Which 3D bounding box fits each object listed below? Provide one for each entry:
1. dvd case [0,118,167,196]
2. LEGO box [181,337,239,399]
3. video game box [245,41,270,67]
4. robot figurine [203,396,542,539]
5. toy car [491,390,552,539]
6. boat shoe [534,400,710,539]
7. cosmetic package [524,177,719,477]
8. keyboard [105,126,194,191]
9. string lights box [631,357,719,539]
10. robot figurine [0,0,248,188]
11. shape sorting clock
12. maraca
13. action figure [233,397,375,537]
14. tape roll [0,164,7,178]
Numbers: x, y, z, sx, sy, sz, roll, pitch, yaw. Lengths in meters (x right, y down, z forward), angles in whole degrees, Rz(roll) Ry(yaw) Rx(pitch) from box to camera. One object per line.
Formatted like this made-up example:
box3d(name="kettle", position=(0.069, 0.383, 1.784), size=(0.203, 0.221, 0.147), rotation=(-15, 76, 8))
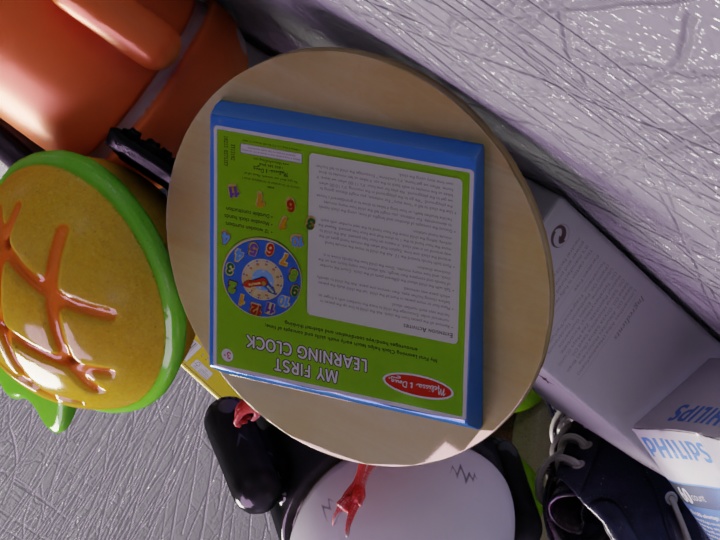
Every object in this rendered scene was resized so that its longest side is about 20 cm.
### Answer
box3d(name="dvd case", position=(-0.140, -0.069, 1.559), size=(0.143, 0.018, 0.200), rotation=(41, -160, -11))
box3d(name="LEGO box", position=(-0.081, 0.003, 1.799), size=(0.200, 0.077, 0.149), rotation=(43, -158, -13))
box3d(name="video game box", position=(-0.035, -0.074, 1.597), size=(0.182, 0.047, 0.200), rotation=(36, 177, 18))
box3d(name="robot figurine", position=(0.007, 0.103, 1.486), size=(0.200, 0.150, 0.125), rotation=(-112, 1, -50))
box3d(name="toy car", position=(0.036, 0.114, 1.694), size=(0.199, 0.159, 0.164), rotation=(-1, 159, 22))
box3d(name="boat shoe", position=(0.126, 0.093, 1.519), size=(0.092, 0.075, 0.200), rotation=(-9, -132, -35))
box3d(name="cosmetic package", position=(0.098, 0.020, 1.409), size=(0.101, 0.071, 0.200), rotation=(31, 175, 45))
box3d(name="keyboard", position=(-0.032, -0.020, 1.385), size=(0.199, 0.040, 0.104), rotation=(34, 177, -1))
box3d(name="string lights box", position=(0.225, 0.140, 1.371), size=(0.200, 0.059, 0.103), rotation=(55, 165, -12))
box3d(name="robot figurine", position=(-0.141, -0.118, 1.448), size=(0.200, 0.144, 0.117), rotation=(36, -141, -13))
box3d(name="shape sorting clock", position=(-0.001, -0.005, 1.294), size=(0.200, 0.201, 0.039), rotation=(34, -151, 17))
box3d(name="maraca", position=(-0.148, 0.013, 1.428), size=(0.200, 0.107, 0.138), rotation=(-31, 85, 55))
box3d(name="action figure", position=(-0.037, 0.056, 1.401), size=(0.065, 0.099, 0.200), rotation=(35, 174, -37))
box3d(name="tape roll", position=(-0.242, -0.146, 1.741), size=(0.202, 0.071, 0.203), rotation=(45, -164, -16))
